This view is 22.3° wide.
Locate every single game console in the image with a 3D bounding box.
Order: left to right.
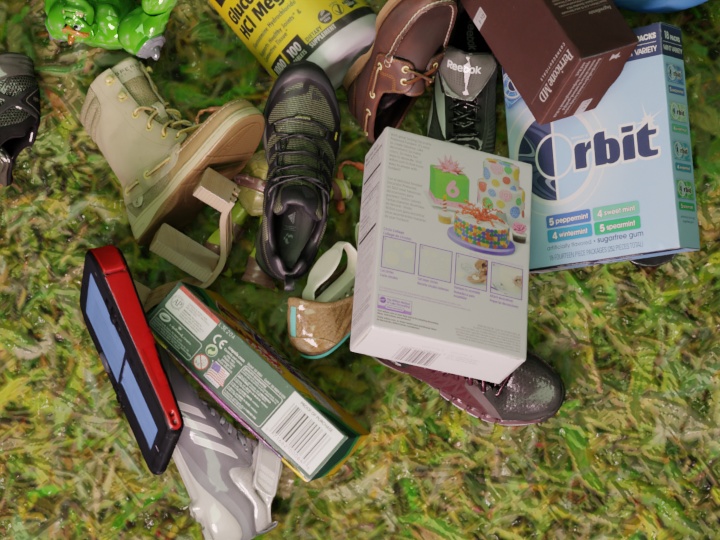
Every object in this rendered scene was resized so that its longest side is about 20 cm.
[{"bbox_3d":[-0.202,0.080,1.597,0.031,0.200,0.178,-18,77,-15],"label":"game console"}]

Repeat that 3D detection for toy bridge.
[{"bbox_3d":[-0.159,-0.014,1.671,0.067,0.200,0.027,30,44,-13],"label":"toy bridge"}]

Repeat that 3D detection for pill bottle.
[{"bbox_3d":[-0.079,-0.262,1.703,0.112,0.112,0.200,-40,82,0],"label":"pill bottle"}]

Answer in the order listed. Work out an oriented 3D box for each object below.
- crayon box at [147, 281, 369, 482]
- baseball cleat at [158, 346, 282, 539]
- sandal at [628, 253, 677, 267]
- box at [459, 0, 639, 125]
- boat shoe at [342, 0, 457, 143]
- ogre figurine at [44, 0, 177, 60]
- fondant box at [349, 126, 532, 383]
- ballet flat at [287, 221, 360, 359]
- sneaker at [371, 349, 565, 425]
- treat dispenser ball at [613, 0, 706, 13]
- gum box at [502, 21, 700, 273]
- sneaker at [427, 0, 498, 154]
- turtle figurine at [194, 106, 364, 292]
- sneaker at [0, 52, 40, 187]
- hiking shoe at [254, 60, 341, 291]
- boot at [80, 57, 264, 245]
[{"bbox_3d":[-0.089,0.099,1.637,0.200,0.173,0.058,43,92,7],"label":"crayon box"},{"bbox_3d":[-0.135,0.154,1.699,0.106,0.070,0.201,-20,85,-13],"label":"baseball cleat"},{"bbox_3d":[0.261,-0.105,1.691,0.075,0.048,0.202,-11,83,4],"label":"sandal"},{"bbox_3d":[0.151,-0.240,1.614,0.075,0.100,0.201,-20,67,-29],"label":"box"},{"bbox_3d":[0.043,-0.187,1.650,0.070,0.200,0.071,-8,67,-22],"label":"boat shoe"},{"bbox_3d":[-0.234,-0.266,1.719,0.199,0.098,0.121,10,100,15],"label":"ogre figurine"},{"bbox_3d":[0.073,-0.014,1.609,0.143,0.058,0.201,13,62,-16],"label":"fondant box"},{"bbox_3d":[0.000,0.000,1.642,0.200,0.068,0.073,-38,123,-37],"label":"ballet flat"},{"bbox_3d":[0.089,0.086,1.652,0.199,0.116,0.076,19,86,7],"label":"sneaker"},{"bbox_3d":[0.267,-0.332,1.638,0.199,0.201,0.202,0,84,5],"label":"treat dispenser ball"},{"bbox_3d":[0.216,-0.107,1.657,0.169,0.044,0.201,-9,82,38],"label":"gum box"},{"bbox_3d":[0.095,-0.169,1.690,0.066,0.091,0.201,5,85,6],"label":"sneaker"},{"bbox_3d":[-0.081,-0.066,1.708,0.199,0.064,0.162,19,86,6],"label":"turtle figurine"},{"bbox_3d":[-0.396,-0.127,1.735,0.198,0.076,0.115,-15,77,-2],"label":"sneaker"},{"bbox_3d":[-0.049,-0.084,1.623,0.075,0.101,0.201,2,100,-13],"label":"hiking shoe"},{"bbox_3d":[-0.178,-0.136,1.676,0.200,0.073,0.156,-44,67,44],"label":"boot"}]
